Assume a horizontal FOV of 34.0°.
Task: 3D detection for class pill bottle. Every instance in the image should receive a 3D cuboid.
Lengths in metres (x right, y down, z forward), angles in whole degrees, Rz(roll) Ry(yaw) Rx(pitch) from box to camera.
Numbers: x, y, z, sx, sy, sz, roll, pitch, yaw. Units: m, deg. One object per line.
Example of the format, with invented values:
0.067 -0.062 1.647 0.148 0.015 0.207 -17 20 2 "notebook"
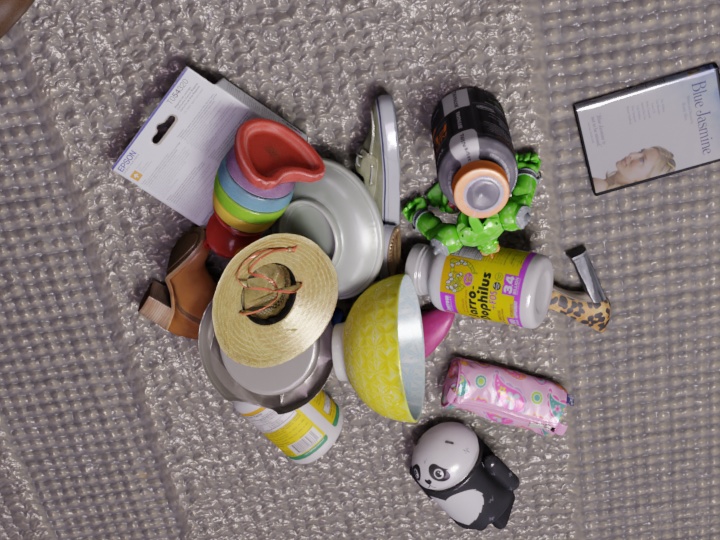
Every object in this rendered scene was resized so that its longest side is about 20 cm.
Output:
0.148 -0.149 1.532 0.105 0.201 0.107 0 123 -1 "pill bottle"
0.165 0.014 1.666 0.198 0.104 0.105 11 127 25 "pill bottle"
-0.127 0.195 1.804 0.112 0.113 0.200 -34 118 20 "pill bottle"

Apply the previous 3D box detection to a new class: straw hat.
-0.131 0.022 1.589 0.199 0.085 0.203 -17 124 -26 "straw hat"

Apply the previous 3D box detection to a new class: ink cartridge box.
-0.206 -0.161 1.614 0.199 0.044 0.196 34 118 -20 "ink cartridge box"

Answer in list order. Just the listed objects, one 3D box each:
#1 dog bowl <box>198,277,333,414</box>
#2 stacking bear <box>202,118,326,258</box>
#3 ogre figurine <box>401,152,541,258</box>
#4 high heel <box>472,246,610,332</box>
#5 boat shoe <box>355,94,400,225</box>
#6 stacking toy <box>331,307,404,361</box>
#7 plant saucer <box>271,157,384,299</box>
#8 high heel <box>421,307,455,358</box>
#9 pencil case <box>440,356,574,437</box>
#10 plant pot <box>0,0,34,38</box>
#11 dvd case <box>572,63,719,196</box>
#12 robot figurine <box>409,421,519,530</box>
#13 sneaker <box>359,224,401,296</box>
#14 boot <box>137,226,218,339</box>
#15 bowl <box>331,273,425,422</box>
-0.127 0.101 1.670 0.197 0.059 0.203 0 93 9 "dog bowl"
-0.149 -0.093 1.574 0.120 0.114 0.201 -13 147 -39 "stacking bear"
0.156 -0.084 1.618 0.197 0.121 0.099 -6 135 1 "ogre figurine"
0.271 0.067 1.748 0.198 0.072 0.144 -25 114 4 "high heel"
0.023 -0.144 1.612 0.061 0.072 0.202 -2 125 1 "boat shoe"
-0.019 0.097 1.735 0.198 0.086 0.086 21 122 1 "stacking toy"
-0.059 -0.052 1.618 0.198 0.050 0.203 14 115 34 "plant saucer"
0.048 0.098 1.772 0.095 0.068 0.199 32 131 -31 "high heel"
0.225 0.198 1.828 0.198 0.088 0.088 18 121 -11 "pencil case"
-0.463 -0.360 1.419 0.185 0.188 0.200 24 135 -16 "plant pot"
0.402 -0.190 1.618 0.197 0.018 0.144 -16 121 9 "dvd case"
0.167 0.334 1.890 0.150 0.125 0.200 -37 117 7 "robot figurine"
0.000 0.000 1.708 0.107 0.071 0.201 13 139 11 "sneaker"
-0.218 0.030 1.720 0.153 0.074 0.200 26 134 -18 "boot"
0.021 0.109 1.618 0.106 0.201 0.202 -5 124 12 "bowl"
